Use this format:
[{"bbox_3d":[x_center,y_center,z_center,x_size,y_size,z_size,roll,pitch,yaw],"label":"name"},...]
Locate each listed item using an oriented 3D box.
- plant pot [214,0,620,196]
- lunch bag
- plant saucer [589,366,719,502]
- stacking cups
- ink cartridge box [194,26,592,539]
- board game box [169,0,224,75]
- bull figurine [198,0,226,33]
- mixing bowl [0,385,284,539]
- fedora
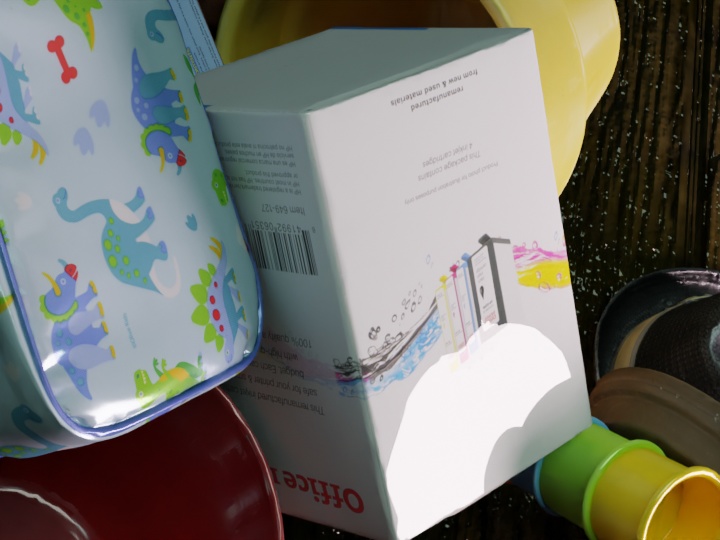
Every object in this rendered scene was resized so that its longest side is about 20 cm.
[{"bbox_3d":[0.051,-0.114,0.965,0.201,0.201,0.189,52,38,4],"label":"plant pot"},{"bbox_3d":[-0.127,-0.032,0.697,0.161,0.082,0.201,-27,101,-59],"label":"lunch bag"},{"bbox_3d":[0.181,0.139,0.897,0.029,0.200,0.201,-34,84,-20],"label":"plant saucer"},{"bbox_3d":[0.093,0.091,0.879,0.060,0.200,0.061,-15,115,-33],"label":"stacking cups"},{"bbox_3d":[0.000,0.000,0.819,0.144,0.147,0.201,-24,112,-37],"label":"ink cartridge box"},{"bbox_3d":[-0.082,-0.039,0.875,0.103,0.019,0.201,-52,127,-50],"label":"board game box"},{"bbox_3d":[-0.093,-0.198,0.919,0.121,0.200,0.065,-37,68,-3],"label":"bull figurine"},{"bbox_3d":[-0.146,0.128,0.770,0.199,0.108,0.201,13,58,-23],"label":"mixing bowl"},{"bbox_3d":[0.238,0.066,1.025,0.199,0.092,0.202,13,60,-23],"label":"fedora"}]
